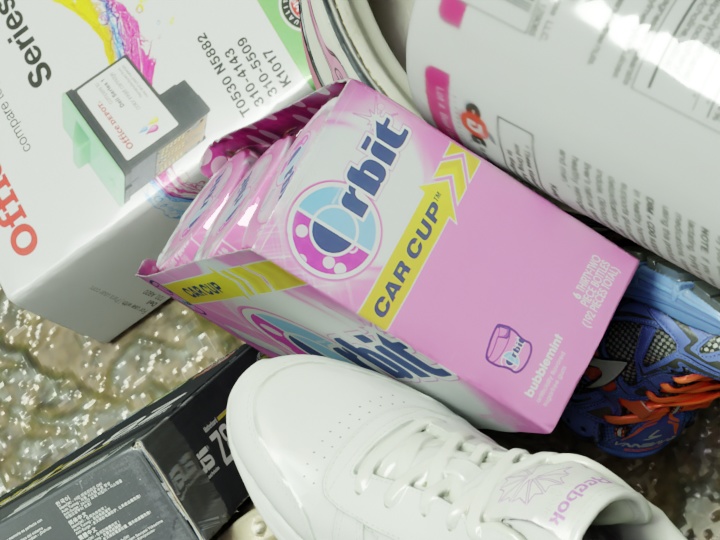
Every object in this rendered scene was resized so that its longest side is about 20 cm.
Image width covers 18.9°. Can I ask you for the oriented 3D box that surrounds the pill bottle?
[{"bbox_3d":[0.123,-0.051,0.660,0.200,0.113,0.113,31,90,28],"label":"pill bottle"}]

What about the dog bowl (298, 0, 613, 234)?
[{"bbox_3d":[0.066,-0.100,0.806,0.200,0.074,0.200,7,69,-19],"label":"dog bowl"}]

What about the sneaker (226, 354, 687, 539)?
[{"bbox_3d":[0.044,0.074,0.670,0.200,0.100,0.075,33,56,21],"label":"sneaker"}]

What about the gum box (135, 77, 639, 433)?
[{"bbox_3d":[0.000,0.000,0.765,0.113,0.200,0.066,31,79,-13],"label":"gum box"}]

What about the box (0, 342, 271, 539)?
[{"bbox_3d":[-0.123,0.107,0.827,0.200,0.161,0.049,-31,94,18],"label":"box"}]

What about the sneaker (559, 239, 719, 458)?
[{"bbox_3d":[0.109,0.029,0.772,0.075,0.200,0.079,-3,92,-19],"label":"sneaker"}]

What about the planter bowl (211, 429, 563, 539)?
[{"bbox_3d":[0.011,0.146,0.783,0.200,0.135,0.201,-5,75,21],"label":"planter bowl"}]

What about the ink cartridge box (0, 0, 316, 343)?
[{"bbox_3d":[-0.081,-0.087,0.908,0.200,0.084,0.145,-35,67,11],"label":"ink cartridge box"}]
